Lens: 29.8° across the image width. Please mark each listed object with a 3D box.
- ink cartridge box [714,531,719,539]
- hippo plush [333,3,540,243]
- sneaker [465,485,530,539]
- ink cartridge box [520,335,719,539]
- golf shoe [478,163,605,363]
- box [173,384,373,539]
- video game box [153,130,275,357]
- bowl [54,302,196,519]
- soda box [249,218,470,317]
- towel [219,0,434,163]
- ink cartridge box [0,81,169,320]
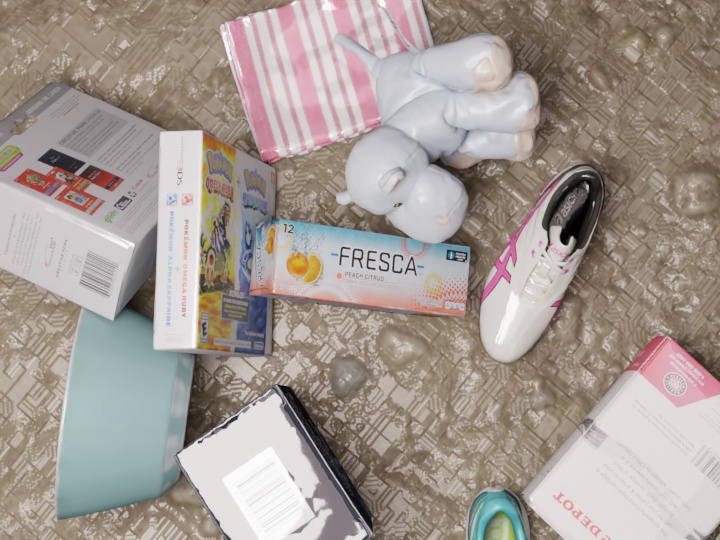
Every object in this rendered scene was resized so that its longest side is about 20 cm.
[{"bbox_3d":[0.407,0.229,1.252,0.103,0.059,0.201,34,86,4],"label":"ink cartridge box"},{"bbox_3d":[0.061,-0.120,1.205,0.199,0.159,0.162,37,59,-19],"label":"hippo plush"},{"bbox_3d":[0.127,0.300,1.240,0.076,0.080,0.203,-6,85,0],"label":"sneaker"},{"bbox_3d":[0.264,0.183,1.247,0.146,0.083,0.200,42,86,4],"label":"ink cartridge box"},{"bbox_3d":[0.166,-0.009,1.263,0.072,0.092,0.202,25,87,2],"label":"golf shoe"},{"bbox_3d":[-0.070,0.191,1.192,0.106,0.200,0.149,-34,86,-3],"label":"box"},{"bbox_3d":[-0.126,-0.017,1.212,0.046,0.200,0.185,-3,85,14],"label":"video game box"},{"bbox_3d":[-0.204,0.124,1.207,0.103,0.201,0.204,7,85,-6],"label":"bowl"},{"bbox_3d":[0.000,0.000,1.238,0.198,0.063,0.069,8,84,-26],"label":"soda box"},{"bbox_3d":[-0.024,-0.202,1.314,0.198,0.030,0.148,-18,85,-1],"label":"towel"},{"bbox_3d":[-0.249,-0.070,1.216,0.174,0.200,0.085,25,122,3],"label":"ink cartridge box"}]
